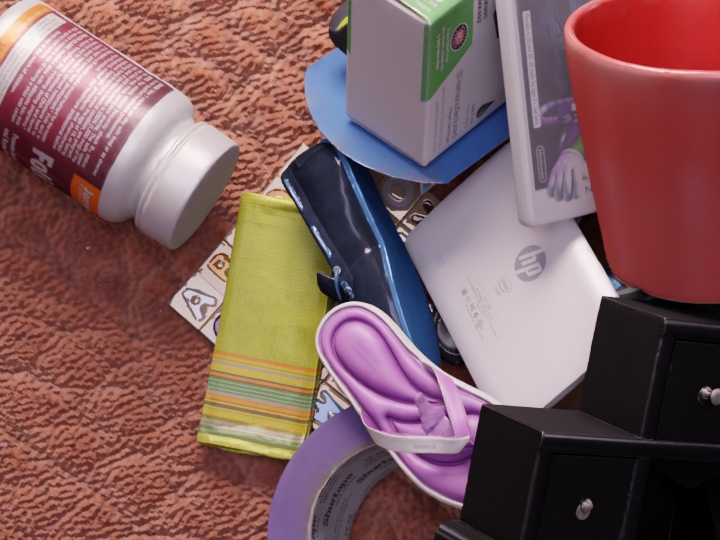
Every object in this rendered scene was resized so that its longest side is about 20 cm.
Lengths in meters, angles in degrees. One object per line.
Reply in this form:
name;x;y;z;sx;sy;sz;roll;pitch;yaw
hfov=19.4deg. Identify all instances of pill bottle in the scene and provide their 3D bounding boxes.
pill bottle;-0.200;-0.109;1.608;0.199;0.114;0.114;33;84;8

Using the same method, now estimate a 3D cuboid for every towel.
towel;-0.068;0.042;1.619;0.086;0.018;0.201;9;81;3

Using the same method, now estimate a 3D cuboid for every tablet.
tablet;0.113;0.010;1.546;0.130;0.014;0.201;-42;52;21

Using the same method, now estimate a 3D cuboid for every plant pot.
plant pot;0.237;-0.086;1.440;0.199;0.201;0.178;-3;114;2

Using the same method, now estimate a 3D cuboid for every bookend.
bookend;0.172;0.105;1.417;0.198;0.092;0.201;7;97;-31

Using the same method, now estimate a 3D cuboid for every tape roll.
tape roll;0.038;0.196;1.533;0.199;0.085;0.201;-6;74;20

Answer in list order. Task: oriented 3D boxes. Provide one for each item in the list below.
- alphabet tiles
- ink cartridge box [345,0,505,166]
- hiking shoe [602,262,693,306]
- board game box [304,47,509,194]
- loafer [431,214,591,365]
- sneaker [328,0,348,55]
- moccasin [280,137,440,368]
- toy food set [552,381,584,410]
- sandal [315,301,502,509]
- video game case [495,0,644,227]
alphabet tiles;-0.024;0.003;1.635;0.167;0.008;0.200;39;85;8
ink cartridge box;0.085;-0.196;1.552;0.084;0.146;0.200;35;57;26
hiking shoe;0.203;0.022;1.561;0.199;0.087;0.075;-13;115;19
board game box;0.054;-0.130;1.620;0.200;0.039;0.158;-37;59;-28
loafer;0.119;-0.016;1.599;0.068;0.070;0.201;37;85;9
sneaker;0.044;-0.233;1.630;0.081;0.074;0.200;35;59;29
moccasin;0.000;0.000;1.589;0.068;0.080;0.201;-26;72;17
toy food set;0.191;0.189;1.547;0.200;0.060;0.144;36;92;17
sandal;0.038;0.099;1.485;0.202;0.050;0.083;39;93;23
video game case;0.185;-0.146;1.512;0.181;0.023;0.201;-14;105;-23
